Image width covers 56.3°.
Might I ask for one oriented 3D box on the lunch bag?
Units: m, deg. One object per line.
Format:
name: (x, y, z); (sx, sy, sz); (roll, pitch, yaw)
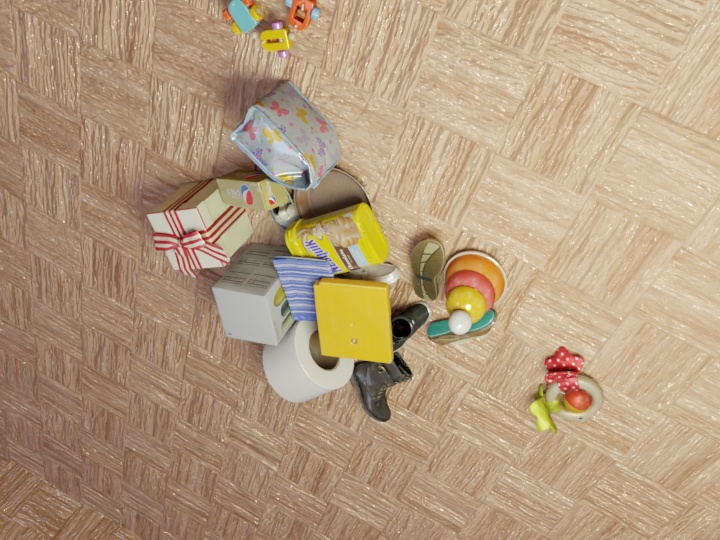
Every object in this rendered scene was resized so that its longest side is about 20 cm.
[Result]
lunch bag: (-0.145, -0.267, 1.405); (0.200, 0.170, 0.127); (42, 130, -8)

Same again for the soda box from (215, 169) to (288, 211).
soda box: (-0.246, -0.182, 1.515); (0.199, 0.064, 0.069); (13, 125, 50)

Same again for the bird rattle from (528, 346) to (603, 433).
bird rattle: (0.480, 0.279, 1.556); (0.161, 0.113, 0.202); (19, 117, -2)

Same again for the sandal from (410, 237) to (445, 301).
sandal: (0.157, -0.009, 1.522); (0.080, 0.054, 0.201); (21, 145, 19)

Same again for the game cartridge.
game cartridge: (-0.014, 0.112, 1.527); (0.174, 0.033, 0.202); (5, 118, 17)

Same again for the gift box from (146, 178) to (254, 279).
gift box: (-0.379, -0.096, 1.636); (0.183, 0.187, 0.202); (-8, 118, 31)

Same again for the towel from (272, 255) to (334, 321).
towel: (-0.118, 0.050, 1.565); (0.143, 0.024, 0.202); (5, 135, 20)

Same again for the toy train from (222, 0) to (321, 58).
toy train: (-0.173, -0.512, 1.325); (0.198, 0.056, 0.151); (25, 129, 5)

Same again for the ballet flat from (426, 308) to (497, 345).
ballet flat: (0.249, 0.139, 1.575); (0.199, 0.068, 0.072); (-23, 131, 37)

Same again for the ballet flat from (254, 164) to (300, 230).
ballet flat: (-0.189, -0.165, 1.561); (0.068, 0.071, 0.202); (-24, 112, 2)

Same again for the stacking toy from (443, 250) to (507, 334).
stacking toy: (0.224, 0.065, 1.436); (0.144, 0.200, 0.148); (14, 128, 18)

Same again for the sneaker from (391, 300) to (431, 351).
sneaker: (0.082, 0.152, 1.627); (0.071, 0.099, 0.200); (51, 128, 10)

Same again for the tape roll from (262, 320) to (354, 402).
tape roll: (-0.133, 0.224, 1.729); (0.138, 0.203, 0.203); (-29, 108, 38)

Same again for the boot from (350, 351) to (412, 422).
boot: (0.068, 0.300, 1.766); (0.173, 0.069, 0.201); (-26, 102, 38)

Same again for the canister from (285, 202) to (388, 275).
canister: (-0.051, -0.062, 1.514); (0.198, 0.087, 0.150); (-14, 118, 32)

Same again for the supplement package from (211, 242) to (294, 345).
supplement package: (-0.237, 0.055, 1.663); (0.149, 0.201, 0.153); (7, 127, 22)

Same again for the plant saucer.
plant saucer: (-0.056, -0.150, 1.534); (0.198, 0.037, 0.202); (14, 129, 18)

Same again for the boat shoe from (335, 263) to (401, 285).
boat shoe: (0.000, 0.000, 1.589); (0.198, 0.071, 0.070); (-3, 124, 30)
